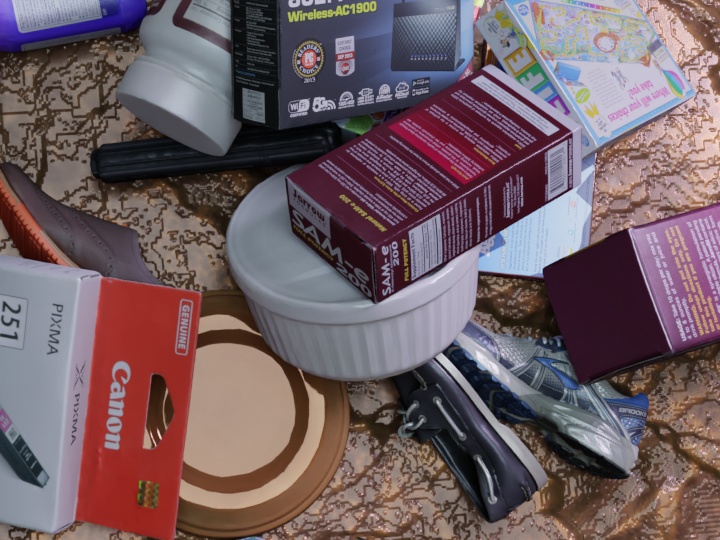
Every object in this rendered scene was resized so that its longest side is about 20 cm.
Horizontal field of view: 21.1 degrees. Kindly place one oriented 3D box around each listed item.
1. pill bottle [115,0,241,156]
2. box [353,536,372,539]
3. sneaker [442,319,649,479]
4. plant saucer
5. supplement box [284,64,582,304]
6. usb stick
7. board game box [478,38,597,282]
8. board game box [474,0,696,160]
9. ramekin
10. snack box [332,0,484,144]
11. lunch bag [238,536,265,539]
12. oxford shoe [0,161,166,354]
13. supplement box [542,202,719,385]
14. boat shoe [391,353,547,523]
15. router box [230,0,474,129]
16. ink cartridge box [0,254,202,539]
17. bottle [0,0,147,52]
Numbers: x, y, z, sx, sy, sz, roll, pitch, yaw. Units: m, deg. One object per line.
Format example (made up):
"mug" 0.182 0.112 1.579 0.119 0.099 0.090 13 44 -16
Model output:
"pill bottle" -0.098 -0.196 1.478 0.114 0.114 0.200 29 81 -2
"box" 0.092 0.250 1.520 0.200 0.075 0.050 10 82 -7
"sneaker" 0.147 0.085 1.560 0.200 0.077 0.085 35 69 -9
"plant saucer" -0.105 0.112 1.534 0.200 0.037 0.201 1 82 -7
"supplement box" 0.056 -0.067 1.435 0.200 0.061 0.109 -29 48 -24
"usb stick" -0.113 -0.094 1.530 0.200 0.055 0.033 -6 89 9
"board game box" 0.144 -0.091 1.605 0.103 0.019 0.200 7 81 -8
"board game box" 0.184 -0.168 1.549 0.135 0.034 0.200 58 35 4
"ramekin" 0.000 0.000 1.493 0.202 0.202 0.094 -16 127 -9
"snack box" -0.014 -0.194 1.576 0.200 0.068 0.169 19 81 -2
"lunch bag" -0.076 0.313 1.490 0.160 0.076 0.200 -35 86 -13
"oxford shoe" -0.217 -0.017 1.523 0.073 0.071 0.200 -39 82 -20
"supplement box" 0.267 0.008 1.523 0.200 0.131 0.103 -15 84 -30
"boat shoe" 0.061 0.116 1.537 0.063 0.073 0.200 -44 92 -13
"router box" -0.003 -0.194 1.441 0.200 0.062 0.150 -14 111 -39
"ink cartridge box" -0.217 0.100 1.463 0.173 0.044 0.200 9 98 17
"bottle" -0.274 -0.217 1.547 0.200 0.065 0.084 -12 83 -9
